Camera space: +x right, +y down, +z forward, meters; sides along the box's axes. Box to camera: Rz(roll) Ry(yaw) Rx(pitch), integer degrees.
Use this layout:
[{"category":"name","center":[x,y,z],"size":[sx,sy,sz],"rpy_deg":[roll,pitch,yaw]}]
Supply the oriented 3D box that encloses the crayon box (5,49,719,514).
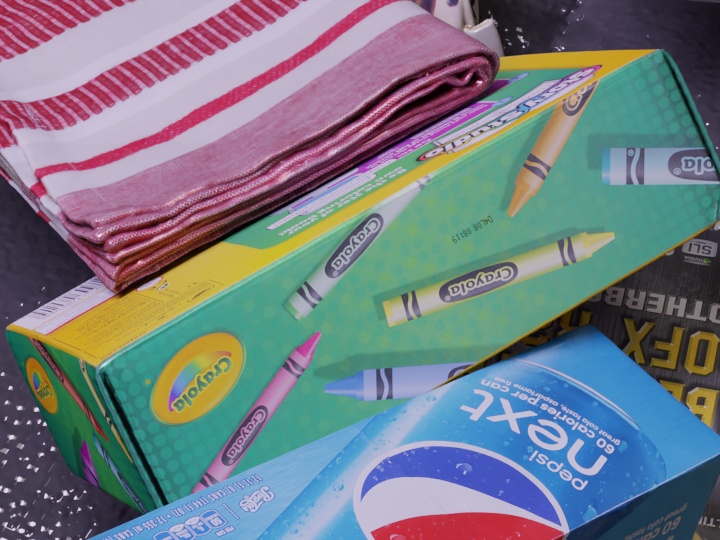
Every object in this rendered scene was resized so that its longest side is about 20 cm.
[{"category":"crayon box","center":[0.000,0.000,0.744],"size":[0.200,0.058,0.119],"rpy_deg":[-29,13,-16]}]

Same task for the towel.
[{"category":"towel","center":[-0.066,-0.077,0.800],"size":[0.144,0.023,0.200],"rpy_deg":[-29,40,-18]}]

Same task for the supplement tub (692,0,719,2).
[{"category":"supplement tub","center":[0.130,-0.213,0.862],"size":[0.144,0.145,0.200],"rpy_deg":[-4,62,1]}]

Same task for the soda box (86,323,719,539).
[{"category":"soda box","center":[0.010,0.085,0.671],"size":[0.200,0.068,0.064],"rpy_deg":[-21,51,-40]}]

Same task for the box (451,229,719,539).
[{"category":"box","center":[0.052,0.052,0.807],"size":[0.199,0.048,0.159],"rpy_deg":[10,54,12]}]

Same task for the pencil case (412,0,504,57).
[{"category":"pencil case","center":[-0.049,-0.098,0.909],"size":[0.199,0.078,0.090],"rpy_deg":[-7,56,-1]}]
